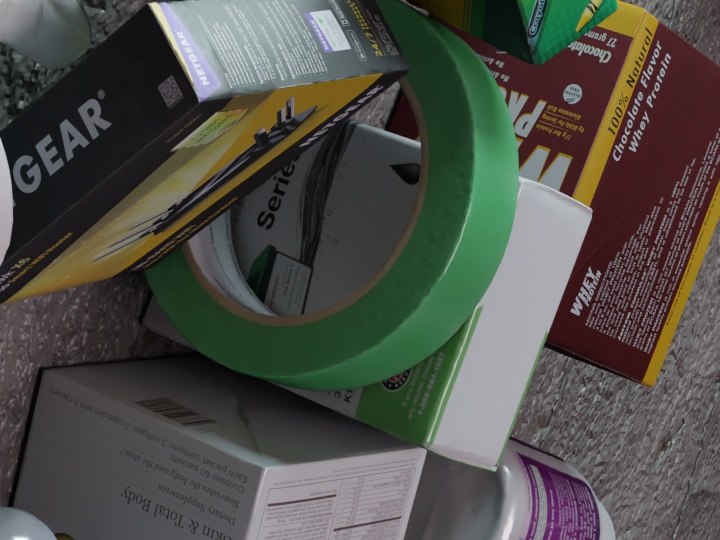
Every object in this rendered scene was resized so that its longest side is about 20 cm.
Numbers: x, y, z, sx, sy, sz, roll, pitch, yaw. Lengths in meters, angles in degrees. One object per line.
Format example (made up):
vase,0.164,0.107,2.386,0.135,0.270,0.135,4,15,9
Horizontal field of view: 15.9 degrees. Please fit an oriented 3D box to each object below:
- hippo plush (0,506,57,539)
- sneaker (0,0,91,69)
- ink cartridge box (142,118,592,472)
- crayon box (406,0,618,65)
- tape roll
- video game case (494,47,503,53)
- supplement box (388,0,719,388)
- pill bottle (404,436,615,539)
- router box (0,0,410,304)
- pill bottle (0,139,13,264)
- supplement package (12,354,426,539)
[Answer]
hippo plush,-0.190,0.187,1.235,0.159,0.199,0.162,-7,89,-63
sneaker,-0.190,-0.134,1.116,0.080,0.070,0.200,-50,144,-2
ink cartridge box,0.000,0.000,1.351,0.084,0.199,0.147,20,90,-56
crayon box,0.033,-0.192,1.268,0.058,0.200,0.119,-35,129,-19
tape roll,-0.020,-0.042,1.291,0.048,0.200,0.201,20,91,-57
video game case,0.069,-0.249,1.378,0.182,0.036,0.201,-90,169,-45
supplement box,0.120,-0.057,1.564,0.200,0.132,0.198,22,89,-59
pill bottle,0.090,0.165,1.667,0.200,0.112,0.113,27,85,-58
router box,-0.097,-0.056,1.192,0.200,0.052,0.157,-36,167,36
pill bottle,-0.246,-0.015,1.039,0.200,0.114,0.115,-24,127,-50
supplement package,-0.087,0.165,1.354,0.150,0.151,0.201,-2,110,-56
